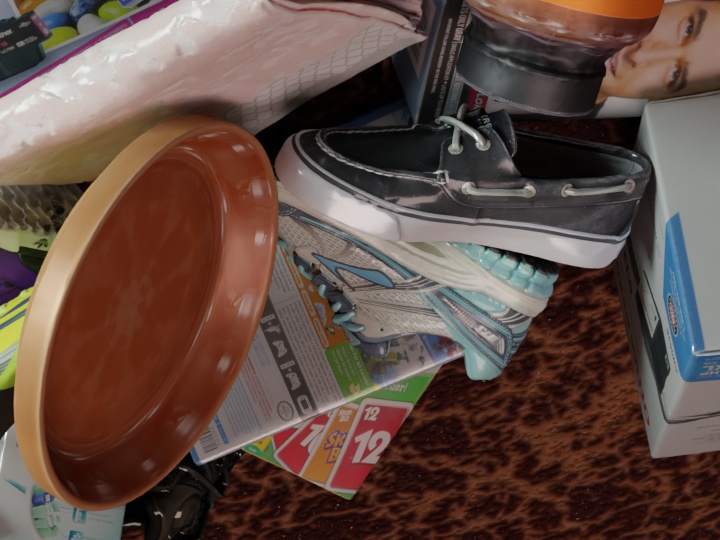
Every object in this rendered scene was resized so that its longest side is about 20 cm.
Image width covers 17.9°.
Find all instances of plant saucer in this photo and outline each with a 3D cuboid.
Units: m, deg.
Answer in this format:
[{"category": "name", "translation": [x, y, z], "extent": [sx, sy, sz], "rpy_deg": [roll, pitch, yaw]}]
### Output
[{"category": "plant saucer", "translation": [-0.106, 0.019, 1.113], "extent": [0.032, 0.201, 0.201], "rpy_deg": [21, 146, 24]}]

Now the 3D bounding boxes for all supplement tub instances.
[{"category": "supplement tub", "translation": [0.103, -0.177, 1.061], "extent": [0.106, 0.107, 0.201], "rpy_deg": [6, 113, -25]}]

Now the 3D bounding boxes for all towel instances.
[{"category": "towel", "translation": [-0.083, -0.089, 1.107], "extent": [0.199, 0.032, 0.191], "rpy_deg": [-26, 170, 24]}]

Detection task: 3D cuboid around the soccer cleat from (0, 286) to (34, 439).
[{"category": "soccer cleat", "translation": [-0.184, 0.046, 1.124], "extent": [0.200, 0.083, 0.065], "rpy_deg": [-45, 146, -27]}]

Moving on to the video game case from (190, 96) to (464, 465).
[{"category": "video game case", "translation": [-0.028, 0.005, 1.258], "extent": [0.199, 0.018, 0.144], "rpy_deg": [-23, 95, 6]}]

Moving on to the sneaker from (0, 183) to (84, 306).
[{"category": "sneaker", "translation": [-0.221, -0.009, 1.131], "extent": [0.199, 0.070, 0.100], "rpy_deg": [17, 121, -45]}]

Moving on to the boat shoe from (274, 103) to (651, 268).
[{"category": "boat shoe", "translation": [0.056, -0.053, 1.164], "extent": [0.199, 0.072, 0.068], "rpy_deg": [11, 124, -19]}]

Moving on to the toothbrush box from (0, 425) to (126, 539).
[{"category": "toothbrush box", "translation": [-0.207, 0.175, 1.282], "extent": [0.085, 0.201, 0.146], "rpy_deg": [16, 169, -32]}]

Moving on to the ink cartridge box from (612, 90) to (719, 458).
[{"category": "ink cartridge box", "translation": [0.197, 0.006, 1.264], "extent": [0.083, 0.146, 0.200], "rpy_deg": [-8, 160, -2]}]

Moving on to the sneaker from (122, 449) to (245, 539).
[{"category": "sneaker", "translation": [-0.081, 0.099, 1.344], "extent": [0.198, 0.115, 0.076], "rpy_deg": [-18, 142, -3]}]

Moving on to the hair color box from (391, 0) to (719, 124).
[{"category": "hair color box", "translation": [0.124, -0.135, 1.195], "extent": [0.199, 0.061, 0.099], "rpy_deg": [-4, 138, -16]}]

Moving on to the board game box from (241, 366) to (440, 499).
[{"category": "board game box", "translation": [0.014, 0.031, 1.311], "extent": [0.095, 0.030, 0.201], "rpy_deg": [29, 95, -41]}]

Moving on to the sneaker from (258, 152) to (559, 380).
[{"category": "sneaker", "translation": [0.000, 0.000, 1.209], "extent": [0.199, 0.078, 0.087], "rpy_deg": [21, 101, 1]}]

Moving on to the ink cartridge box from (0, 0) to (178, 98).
[{"category": "ink cartridge box", "translation": [-0.167, -0.156, 1.078], "extent": [0.119, 0.042, 0.200], "rpy_deg": [-31, 136, 6]}]
